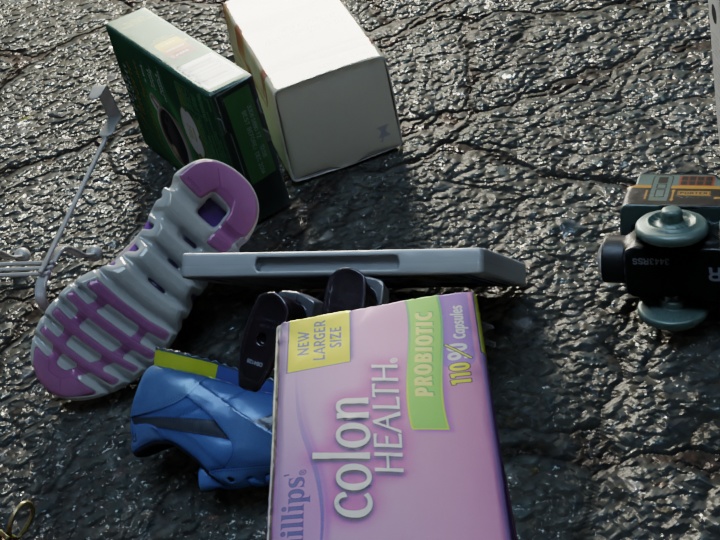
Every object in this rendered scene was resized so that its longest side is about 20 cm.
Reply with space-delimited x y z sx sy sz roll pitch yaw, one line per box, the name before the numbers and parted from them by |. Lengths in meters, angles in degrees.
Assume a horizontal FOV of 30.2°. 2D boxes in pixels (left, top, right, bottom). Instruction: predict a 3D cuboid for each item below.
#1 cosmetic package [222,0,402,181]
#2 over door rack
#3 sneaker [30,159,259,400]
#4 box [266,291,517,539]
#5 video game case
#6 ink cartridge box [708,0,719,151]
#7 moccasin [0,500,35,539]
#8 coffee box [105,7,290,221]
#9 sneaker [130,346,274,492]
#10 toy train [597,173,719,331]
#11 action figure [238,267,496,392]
cosmetic package | -0.045 -0.172 1.149 0.102 0.088 0.201 -19 36 -9
over door rack | -0.275 -0.050 1.068 0.146 0.067 0.202 -1 58 18
sneaker | -0.152 0.013 0.955 0.200 0.080 0.088 -49 4 -15
box | 0.027 0.147 0.599 0.095 0.202 0.177 -10 35 6
video game case | 0.000 0.000 0.887 0.197 0.018 0.143 -1 -4 18
ink cartridge box | 0.339 -0.172 0.920 0.195 0.202 0.044 -14 33 -1
moccasin | -0.206 0.178 0.748 0.077 0.075 0.201 -24 33 -30
coffee box | -0.137 -0.132 1.099 0.044 0.124 0.200 -30 37 -20
sneaker | -0.048 0.106 0.813 0.198 0.066 0.079 12 79 17
toy train | 0.253 -0.017 0.849 0.197 0.086 0.114 1 28 20
action figure | 0.005 0.040 0.803 0.129 0.070 0.199 2 -4 25
